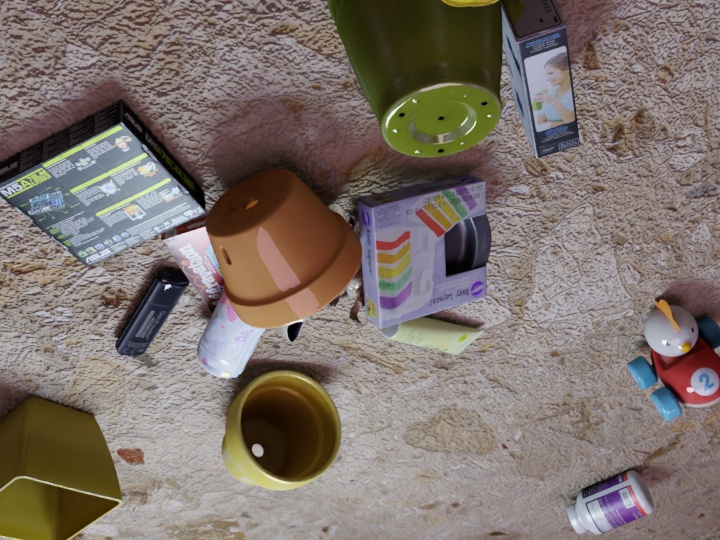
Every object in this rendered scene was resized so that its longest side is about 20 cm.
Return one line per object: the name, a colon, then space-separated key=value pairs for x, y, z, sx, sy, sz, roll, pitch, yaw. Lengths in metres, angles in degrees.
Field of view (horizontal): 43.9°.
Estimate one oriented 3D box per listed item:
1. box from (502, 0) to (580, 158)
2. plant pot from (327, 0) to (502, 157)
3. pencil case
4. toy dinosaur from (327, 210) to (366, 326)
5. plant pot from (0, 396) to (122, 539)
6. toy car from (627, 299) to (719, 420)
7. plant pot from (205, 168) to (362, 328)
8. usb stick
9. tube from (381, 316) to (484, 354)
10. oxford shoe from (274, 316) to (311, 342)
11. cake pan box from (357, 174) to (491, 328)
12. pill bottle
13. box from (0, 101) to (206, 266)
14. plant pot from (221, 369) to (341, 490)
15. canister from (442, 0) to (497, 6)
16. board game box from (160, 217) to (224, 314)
box: x=0.217 y=-0.250 z=1.093 sx=0.060 sy=0.117 sz=0.200 roll=-16 pitch=143 yaw=7
plant pot: x=0.073 y=-0.237 z=0.971 sx=0.199 sy=0.194 sz=0.201 roll=-7 pitch=152 yaw=-3
pencil case: x=-0.184 y=0.084 z=1.370 sx=0.083 sy=0.091 sz=0.200 roll=-35 pitch=167 yaw=-44
toy dinosaur: x=0.000 y=0.000 z=1.368 sx=0.086 sy=0.136 sz=0.200 roll=23 pitch=163 yaw=3
plant pot: x=-0.547 y=0.336 z=1.531 sx=0.200 sy=0.177 sz=0.200 roll=-35 pitch=137 yaw=26
toy car: x=0.591 y=0.139 z=1.654 sx=0.184 sy=0.177 sz=0.200 roll=-31 pitch=127 yaw=5
plant pot: x=-0.115 y=-0.041 z=1.202 sx=0.199 sy=0.200 sz=0.140 roll=-23 pitch=125 yaw=11
usb stick: x=-0.325 y=0.068 z=1.385 sx=0.055 sy=0.033 sz=0.200 roll=7 pitch=137 yaw=-35
tube: x=0.126 y=0.111 z=1.563 sx=0.199 sy=0.052 sz=0.058 roll=16 pitch=174 yaw=-39
oxford shoe: x=-0.087 y=0.033 z=1.364 sx=0.071 sy=0.074 sz=0.200 roll=-25 pitch=157 yaw=-36
cake pan box: x=0.095 y=-0.030 z=1.277 sx=0.199 sy=0.052 sz=0.185 roll=-13 pitch=115 yaw=-26
pill bottle: x=0.625 y=0.589 z=2.246 sx=0.199 sy=0.113 sz=0.112 roll=-29 pitch=139 yaw=19
box: x=-0.334 y=-0.104 z=1.161 sx=0.199 sy=0.048 sz=0.193 roll=-23 pitch=138 yaw=13
plant pot: x=-0.160 y=0.303 z=1.609 sx=0.200 sy=0.202 sz=0.189 roll=7 pitch=153 yaw=-25
canister: x=0.090 y=-0.368 z=0.838 sx=0.086 sy=0.201 sz=0.149 roll=-6 pitch=141 yaw=-9
board game box: x=-0.210 y=-0.006 z=1.339 sx=0.102 sy=0.020 sz=0.200 roll=-17 pitch=142 yaw=6
